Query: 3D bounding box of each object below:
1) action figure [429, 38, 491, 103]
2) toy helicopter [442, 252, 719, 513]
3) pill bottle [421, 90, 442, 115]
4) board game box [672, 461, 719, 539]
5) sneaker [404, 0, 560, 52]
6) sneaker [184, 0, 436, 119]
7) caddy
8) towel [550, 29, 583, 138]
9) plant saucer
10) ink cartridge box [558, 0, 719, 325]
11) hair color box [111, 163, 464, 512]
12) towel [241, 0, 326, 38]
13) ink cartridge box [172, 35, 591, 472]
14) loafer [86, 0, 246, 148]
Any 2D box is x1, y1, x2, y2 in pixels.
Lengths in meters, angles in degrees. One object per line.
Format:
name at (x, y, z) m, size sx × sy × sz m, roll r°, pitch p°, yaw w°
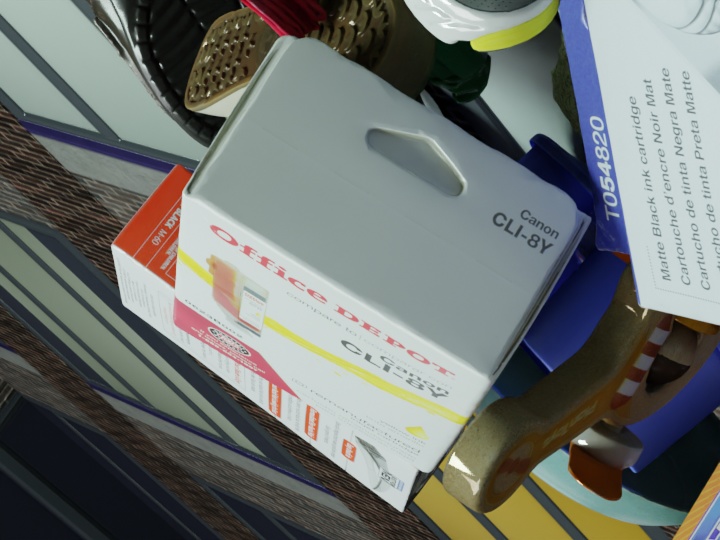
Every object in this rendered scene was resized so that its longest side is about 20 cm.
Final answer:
action figure at (0.009, -0.142, 0.978) m, size 0.118 × 0.055 × 0.200 m, roll 20°, pitch 158°, yaw 41°
toy helicopter at (0.099, 0.051, 0.926) m, size 0.079 × 0.200 × 0.133 m, roll 37°, pitch 134°, yaw 23°
pill bottle at (0.004, -0.025, 1.228) m, size 0.112 × 0.112 × 0.200 m, roll 30°, pitch 164°, yaw 18°
board game box at (0.275, 0.137, 0.959) m, size 0.199 × 0.201 × 0.200 m, roll 37°, pitch 165°, yaw -8°
sneaker at (0.018, -0.177, 0.756) m, size 0.201 × 0.074 × 0.085 m, roll 57°, pitch 161°, yaw 14°
sneaker at (0.000, -0.084, 0.984) m, size 0.089 × 0.068 × 0.200 m, roll 23°, pitch 170°, yaw -27°
caddy at (0.127, 0.011, 1.093) m, size 0.142 × 0.105 × 0.200 m, roll 50°, pitch -179°, yaw 29°
towel at (0.132, -0.073, 0.811) m, size 0.149 × 0.036 × 0.200 m, roll 54°, pitch 158°, yaw 19°
plant saucer at (0.125, 0.080, 1.213) m, size 0.199 × 0.036 × 0.200 m, roll 27°, pitch -157°, yaw -12°
ink cartridge box at (0.120, -0.075, 0.734) m, size 0.199 × 0.040 × 0.201 m, roll 15°, pitch 124°, yaw 53°
hair color box at (-0.036, 0.038, 1.168) m, size 0.199 × 0.064 × 0.111 m, roll 37°, pitch 164°, yaw 8°
towel at (-0.098, -0.183, 0.953) m, size 0.144 × 0.022 × 0.200 m, roll 35°, pitch -166°, yaw -40°
ink cartridge box at (0.000, 0.000, 0.922) m, size 0.145 × 0.084 × 0.200 m, roll 31°, pitch 163°, yaw 3°
loafer at (-0.114, -0.156, 1.159) m, size 0.201 × 0.073 × 0.071 m, roll 59°, pitch 165°, yaw -17°
